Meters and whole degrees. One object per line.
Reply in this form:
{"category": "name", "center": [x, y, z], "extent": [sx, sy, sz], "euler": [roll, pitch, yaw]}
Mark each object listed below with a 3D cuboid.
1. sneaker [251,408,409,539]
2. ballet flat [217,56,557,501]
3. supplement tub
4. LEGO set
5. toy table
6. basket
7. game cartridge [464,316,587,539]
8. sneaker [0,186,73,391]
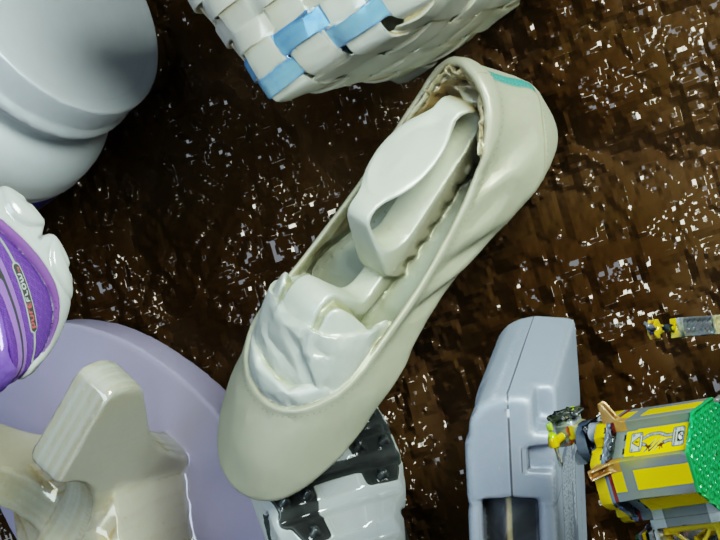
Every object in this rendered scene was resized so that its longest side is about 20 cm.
{"category": "sneaker", "center": [-0.008, 0.129, 1.207], "extent": [0.091, 0.066, 0.200], "euler": [111, 141, -51]}
{"category": "ballet flat", "center": [0.000, 0.000, 1.153], "extent": [0.069, 0.069, 0.200], "euler": [35, 88, 26]}
{"category": "supplement tub", "center": [-0.200, -0.072, 1.273], "extent": [0.200, 0.145, 0.146], "euler": [-33, 76, 32]}
{"category": "LEGO set", "center": [0.119, 0.092, 1.061], "extent": [0.116, 0.200, 0.154], "euler": [-11, 109, 35]}
{"category": "toy table", "center": [-0.121, 0.108, 1.255], "extent": [0.200, 0.117, 0.184], "euler": [31, 111, 27]}
{"category": "basket", "center": [-0.019, -0.173, 1.132], "extent": [0.139, 0.176, 0.200], "euler": [-38, 82, 28]}
{"category": "game cartridge", "center": [0.067, 0.125, 1.117], "extent": [0.040, 0.133, 0.200], "euler": [0, 103, 12]}
{"category": "sneaker", "center": [-0.200, -0.028, 1.161], "extent": [0.200, 0.083, 0.081], "euler": [40, 124, -11]}
